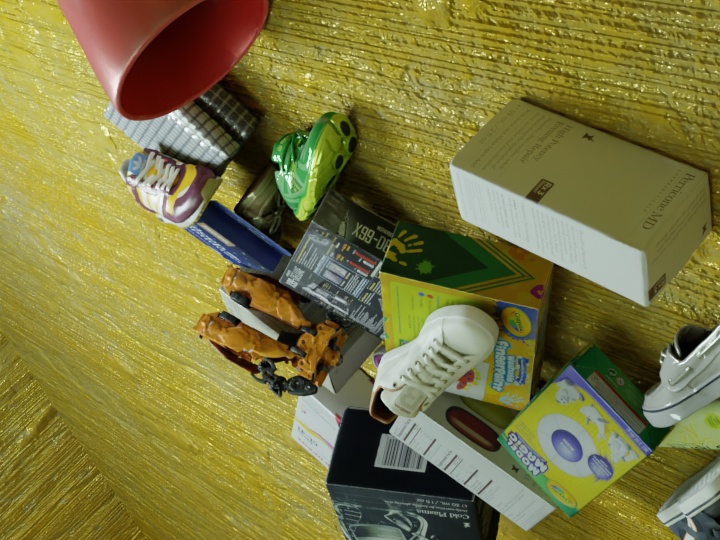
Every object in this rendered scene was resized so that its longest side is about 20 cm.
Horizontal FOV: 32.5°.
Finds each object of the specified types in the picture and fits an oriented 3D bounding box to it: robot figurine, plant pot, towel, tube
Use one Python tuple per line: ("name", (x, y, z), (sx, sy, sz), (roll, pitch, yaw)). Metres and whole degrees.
("robot figurine", (-0.104, 0.076, 1.549), (0.198, 0.146, 0.058), (25, 168, 22))
("plant pot", (-0.221, -0.283, 1.259), (0.178, 0.200, 0.201), (50, 157, 10))
("towel", (-0.215, -0.188, 1.501), (0.165, 0.086, 0.200), (41, 161, -7))
("tube", (0.315, 0.148, 1.206), (0.199, 0.057, 0.053), (-6, 84, 54))

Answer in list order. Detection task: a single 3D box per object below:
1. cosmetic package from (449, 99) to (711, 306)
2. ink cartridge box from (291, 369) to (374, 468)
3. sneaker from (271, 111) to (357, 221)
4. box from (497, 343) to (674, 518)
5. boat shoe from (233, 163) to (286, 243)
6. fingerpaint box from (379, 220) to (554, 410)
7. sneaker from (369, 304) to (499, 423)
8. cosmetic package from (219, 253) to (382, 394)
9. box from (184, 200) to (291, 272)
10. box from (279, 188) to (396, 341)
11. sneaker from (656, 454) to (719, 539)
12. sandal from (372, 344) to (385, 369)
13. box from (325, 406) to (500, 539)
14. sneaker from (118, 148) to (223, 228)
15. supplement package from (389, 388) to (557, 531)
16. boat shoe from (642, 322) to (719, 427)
("cosmetic package", (0.182, -0.062, 1.034), (0.199, 0.102, 0.074), (26, 150, 36))
("ink cartridge box", (-0.019, 0.226, 1.815), (0.147, 0.086, 0.201), (39, 153, 13))
("sneaker", (-0.062, -0.120, 1.370), (0.083, 0.074, 0.200), (42, 155, 4))
("box", (0.219, 0.172, 1.262), (0.117, 0.048, 0.201), (46, 145, 12))
("boat shoe", (-0.116, -0.076, 1.538), (0.062, 0.074, 0.200), (37, 167, 0))
("fingerpaint box", (0.111, 0.050, 1.291), (0.165, 0.074, 0.201), (13, 146, 14))
("sneaker", (0.072, 0.105, 1.248), (0.072, 0.085, 0.200), (31, 144, -10))
("cosmetic package", (-0.078, 0.058, 1.628), (0.199, 0.104, 0.073), (37, 161, 22))
("box", (-0.172, -0.046, 1.554), (0.121, 0.033, 0.200), (36, 168, -22))
("box", (0.000, 0.000, 1.430), (0.157, 0.050, 0.200), (29, 155, -2))
("sneaker", (0.359, 0.238, 1.232), (0.079, 0.078, 0.200), (43, 169, 14))
("sandal", (0.080, 0.138, 1.562), (0.083, 0.050, 0.202), (53, 153, -20))
("box", (0.075, 0.292, 1.632), (0.197, 0.125, 0.198), (4, 142, 17))
("sneaker", (-0.237, -0.104, 1.488), (0.090, 0.075, 0.199), (38, 162, -22))
("supplement package", (0.150, 0.185, 1.414), (0.199, 0.114, 0.110), (34, 153, 5))
("boat shoe", (0.301, 0.081, 1.099), (0.066, 0.072, 0.200), (48, 155, 5))
